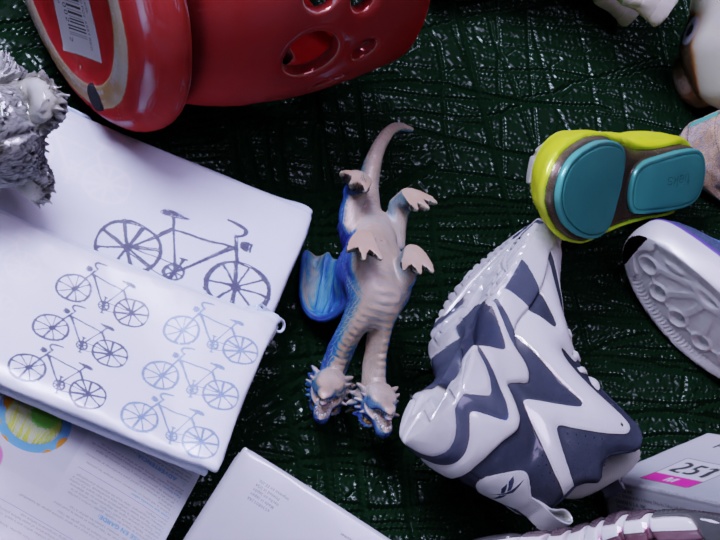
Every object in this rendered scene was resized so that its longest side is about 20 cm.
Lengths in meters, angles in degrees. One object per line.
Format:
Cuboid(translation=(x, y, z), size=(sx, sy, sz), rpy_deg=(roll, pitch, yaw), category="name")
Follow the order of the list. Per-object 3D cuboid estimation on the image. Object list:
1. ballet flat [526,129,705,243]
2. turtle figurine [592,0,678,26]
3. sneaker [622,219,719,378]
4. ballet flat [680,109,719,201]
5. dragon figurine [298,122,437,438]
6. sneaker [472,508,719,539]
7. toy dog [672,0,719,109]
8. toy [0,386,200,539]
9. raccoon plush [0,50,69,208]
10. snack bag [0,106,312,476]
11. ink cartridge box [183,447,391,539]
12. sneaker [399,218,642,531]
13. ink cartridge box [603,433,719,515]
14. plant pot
Cuboid(translation=(0.141, -0.056, 0.989), size=(0.067, 0.067, 0.199), rpy_deg=(18, 16, 34), category="ballet flat")
Cuboid(translation=(0.132, -0.256, 1.068), size=(0.193, 0.144, 0.201), rpy_deg=(30, 60, -13), category="turtle figurine")
Cuboid(translation=(0.276, 0.006, 1.025), size=(0.200, 0.081, 0.147), rpy_deg=(40, 61, 5), category="sneaker")
Cuboid(translation=(0.302, -0.041, 1.080), size=(0.199, 0.067, 0.068), rpy_deg=(32, 54, -7), category="ballet flat")
Cuboid(translation=(0.000, 0.000, 0.923), size=(0.058, 0.100, 0.201), rpy_deg=(13, 41, -16), category="dragon figurine")
Cuboid(translation=(0.129, 0.186, 0.815), size=(0.075, 0.199, 0.117), rpy_deg=(13, 68, -34), category="sneaker")
Cuboid(translation=(0.303, -0.169, 1.124), size=(0.199, 0.139, 0.196), rpy_deg=(-17, 106, -32), category="toy dog")
Cuboid(translation=(-0.140, 0.092, 0.820), size=(0.115, 0.047, 0.201), rpy_deg=(30, 51, -3), category="toy")
Cuboid(translation=(-0.197, -0.125, 0.854), size=(0.133, 0.097, 0.201), rpy_deg=(16, 57, 3), category="raccoon plush")
Cuboid(translation=(-0.128, -0.002, 0.851), size=(0.187, 0.021, 0.201), rpy_deg=(22, 47, 1), category="snack bag")
Cuboid(translation=(-0.015, 0.212, 0.753), size=(0.199, 0.084, 0.176), rpy_deg=(32, 81, 10), category="ink cartridge box")
Cuboid(translation=(0.106, 0.067, 0.925), size=(0.129, 0.079, 0.200), rpy_deg=(43, 33, -13), category="sneaker")
Cuboid(translation=(0.264, 0.122, 0.903), size=(0.173, 0.199, 0.044), rpy_deg=(-18, 102, -31), category="ink cartridge box")
Cuboid(translation=(-0.083, -0.182, 0.897), size=(0.182, 0.201, 0.201), rpy_deg=(-25, 77, -28), category="plant pot")
